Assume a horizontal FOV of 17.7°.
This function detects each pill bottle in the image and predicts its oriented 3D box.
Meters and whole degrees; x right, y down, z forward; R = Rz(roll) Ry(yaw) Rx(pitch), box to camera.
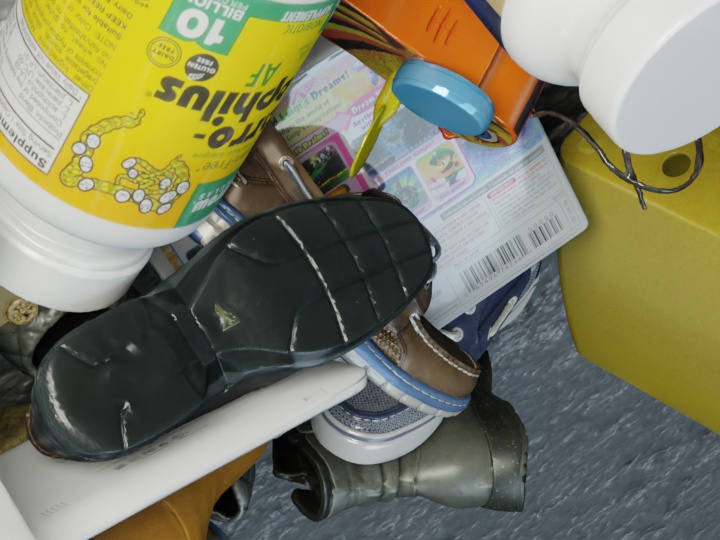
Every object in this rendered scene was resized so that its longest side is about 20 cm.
[{"bbox_3d":[-0.090,-0.081,0.935,0.113,0.113,0.200,-5,139,-44],"label":"pill bottle"},{"bbox_3d":[0.084,-0.148,0.933,0.116,0.200,0.116,-27,151,-17],"label":"pill bottle"}]

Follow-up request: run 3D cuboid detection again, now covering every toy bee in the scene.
[{"bbox_3d":[0.039,-0.085,1.049,0.131,0.200,0.109,-42,-171,-18],"label":"toy bee"}]

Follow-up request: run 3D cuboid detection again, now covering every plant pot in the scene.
[{"bbox_3d":[0.219,-0.036,1.249,0.200,0.200,0.176,-49,139,-12],"label":"plant pot"}]

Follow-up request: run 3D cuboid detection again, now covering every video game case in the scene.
[{"bbox_3d":[-0.002,-0.033,1.133,0.200,0.024,0.182,-34,128,-4],"label":"video game case"}]

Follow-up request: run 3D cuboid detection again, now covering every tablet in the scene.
[{"bbox_3d":[-0.107,0.080,1.024,0.200,0.130,0.014,-26,109,-33],"label":"tablet"}]

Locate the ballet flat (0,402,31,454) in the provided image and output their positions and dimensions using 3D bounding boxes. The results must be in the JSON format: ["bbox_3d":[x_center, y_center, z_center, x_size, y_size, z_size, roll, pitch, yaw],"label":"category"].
[{"bbox_3d":[-0.182,0.129,1.117,0.071,0.071,0.200,-58,-175,36],"label":"ballet flat"}]

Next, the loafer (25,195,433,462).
[{"bbox_3d":[-0.060,0.024,1.013,0.200,0.073,0.072,-23,176,-25],"label":"loafer"}]

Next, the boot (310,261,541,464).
[{"bbox_3d":[0.041,0.014,1.237,0.200,0.073,0.090,-50,161,-44],"label":"boot"}]

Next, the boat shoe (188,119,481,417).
[{"bbox_3d":[0.000,0.000,1.093,0.072,0.072,0.200,-48,128,5],"label":"boat shoe"}]

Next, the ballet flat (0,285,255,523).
[{"bbox_3d":[-0.114,0.052,1.120,0.066,0.057,0.200,-40,126,10],"label":"ballet flat"}]

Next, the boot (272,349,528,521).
[{"bbox_3d":[0.011,0.080,1.294,0.131,0.200,0.068,0,108,-10],"label":"boot"}]

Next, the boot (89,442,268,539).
[{"bbox_3d":[-0.085,0.148,1.042,0.201,0.144,0.071,-22,148,-38],"label":"boot"}]

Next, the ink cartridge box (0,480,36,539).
[{"bbox_3d":[-0.236,0.082,0.926,0.083,0.200,0.145,1,135,-50],"label":"ink cartridge box"}]

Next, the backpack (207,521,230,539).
[{"bbox_3d":[-0.138,0.223,1.155,0.200,0.135,0.183,-21,-169,-6],"label":"backpack"}]
